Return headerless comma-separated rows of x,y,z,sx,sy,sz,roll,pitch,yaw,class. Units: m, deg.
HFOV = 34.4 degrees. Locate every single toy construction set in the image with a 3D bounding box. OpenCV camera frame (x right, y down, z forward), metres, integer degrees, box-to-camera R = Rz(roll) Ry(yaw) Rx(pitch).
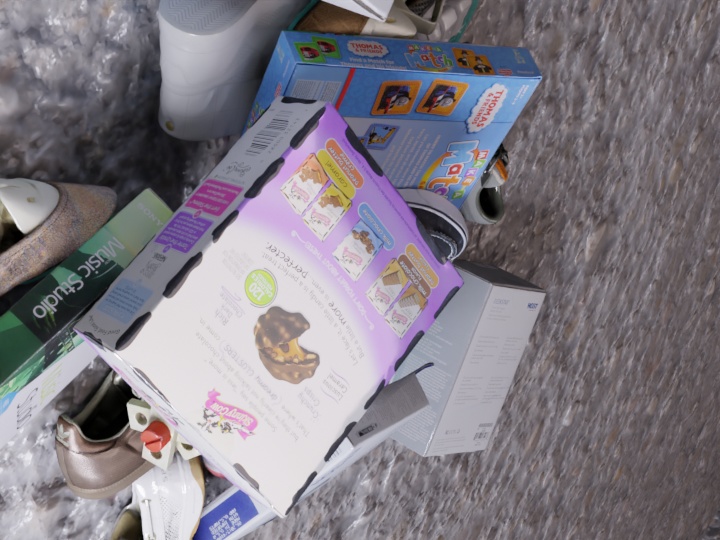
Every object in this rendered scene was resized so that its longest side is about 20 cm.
-0.114,0.037,0.830,0.132,0.091,0.201,-52,-169,37,toy construction set

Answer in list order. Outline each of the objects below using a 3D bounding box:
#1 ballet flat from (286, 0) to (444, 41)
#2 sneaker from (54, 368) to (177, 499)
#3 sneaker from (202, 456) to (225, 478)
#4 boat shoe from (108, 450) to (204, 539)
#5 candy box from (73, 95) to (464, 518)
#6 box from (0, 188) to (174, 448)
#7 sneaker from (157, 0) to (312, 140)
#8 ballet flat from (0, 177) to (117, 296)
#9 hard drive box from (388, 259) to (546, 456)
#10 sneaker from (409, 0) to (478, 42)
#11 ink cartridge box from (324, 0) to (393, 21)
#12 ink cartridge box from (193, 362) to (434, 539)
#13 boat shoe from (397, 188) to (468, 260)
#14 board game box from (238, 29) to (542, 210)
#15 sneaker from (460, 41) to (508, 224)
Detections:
0.019,-0.189,0.842,0.200,0.072,0.068,-51,173,-45,ballet flat
-0.149,0.091,0.899,0.200,0.070,0.076,-43,142,-33,sneaker
-0.075,0.084,1.005,0.201,0.073,0.087,-55,147,-16,sneaker
-0.176,0.221,0.966,0.068,0.071,0.203,-7,129,-25,boat shoe
-0.051,0.022,0.737,0.201,0.071,0.168,-50,123,-17,candy box
-0.203,0.048,0.754,0.200,0.036,0.145,-48,177,-27,box
-0.078,-0.171,0.834,0.200,0.073,0.117,-43,159,-40,sneaker
-0.231,-0.014,0.706,0.200,0.067,0.068,-43,134,-34,ballet flat
0.114,0.097,1.300,0.155,0.076,0.203,8,105,-58,hard drive box
0.012,-0.189,0.925,0.200,0.091,0.078,-43,165,-44,sneaker
-0.065,-0.255,0.650,0.145,0.198,0.149,19,97,-59,ink cartridge box
-0.034,0.166,1.038,0.199,0.041,0.199,-40,169,28,ink cartridge box
0.008,-0.021,0.855,0.198,0.068,0.072,12,133,-40,boat shoe
0.014,-0.100,0.843,0.197,0.037,0.152,-1,142,-28,board game box
0.110,-0.130,1.129,0.074,0.079,0.202,-41,141,-30,sneaker
